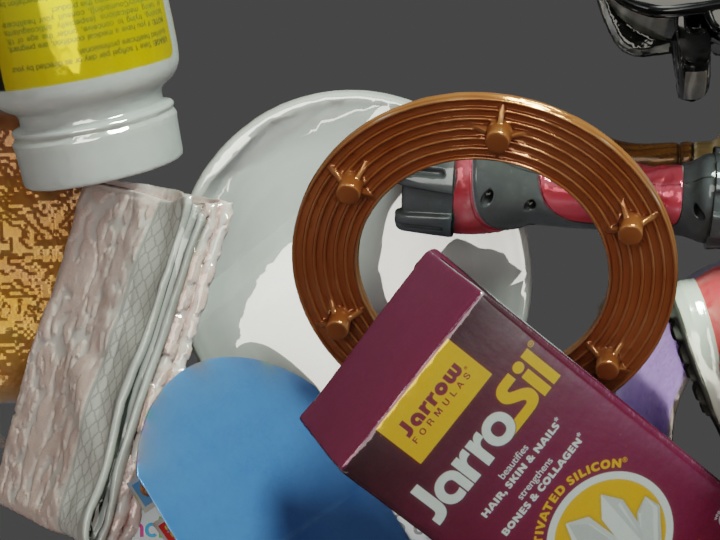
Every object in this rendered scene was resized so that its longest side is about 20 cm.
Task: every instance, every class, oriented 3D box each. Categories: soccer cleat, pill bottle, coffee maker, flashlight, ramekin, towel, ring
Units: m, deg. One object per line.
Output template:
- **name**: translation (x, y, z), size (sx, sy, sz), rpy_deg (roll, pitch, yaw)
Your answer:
- **soccer cleat**: translation (0.223, 0.091, 0.989), size (0.073, 0.068, 0.201), rpy_deg (-21, 87, 6)
- **pill bottle**: translation (-0.166, -0.153, 1.075), size (0.114, 0.114, 0.201), rpy_deg (-9, 103, 7)
- **coffee maker**: translation (0.211, -0.187, 0.993), size (0.192, 0.200, 0.135), rpy_deg (-30, 89, 7)
- **flashlight**: translation (0.119, -0.045, 0.983), size (0.199, 0.068, 0.068), rpy_deg (4, 119, 7)
- **ramekin**: translation (0.000, 0.000, 1.081), size (0.201, 0.094, 0.204), rpy_deg (0, 93, 7)
- **towel**: translation (-0.144, 0.048, 1.052), size (0.032, 0.191, 0.201), rpy_deg (19, 85, -26)
- **ring**: translation (0.062, 0.002, 0.970), size (0.199, 0.019, 0.201), rpy_deg (5, 123, 7)

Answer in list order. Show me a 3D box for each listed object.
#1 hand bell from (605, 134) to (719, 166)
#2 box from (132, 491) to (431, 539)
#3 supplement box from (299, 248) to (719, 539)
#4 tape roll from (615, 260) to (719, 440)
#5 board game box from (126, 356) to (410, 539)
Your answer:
- **hand bell**: translation (0.173, -0.061, 1.055), size (0.199, 0.104, 0.105), rpy_deg (1, 93, 9)
- **box**: translation (-0.051, 0.201, 1.097), size (0.199, 0.097, 0.177), rpy_deg (2, 95, 8)
- **supplement box**: translation (0.084, 0.097, 0.940), size (0.200, 0.086, 0.110), rpy_deg (38, 92, -20)
- **tape roll**: translation (0.238, 0.089, 1.061), size (0.199, 0.085, 0.201), rpy_deg (0, 93, 7)
- **board game box**: translation (-0.045, 0.142, 0.980), size (0.039, 0.158, 0.200), rpy_deg (-34, 86, 34)
